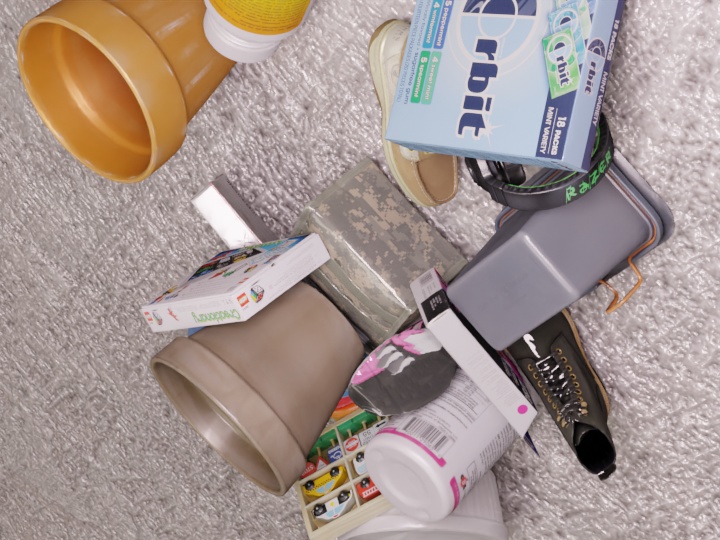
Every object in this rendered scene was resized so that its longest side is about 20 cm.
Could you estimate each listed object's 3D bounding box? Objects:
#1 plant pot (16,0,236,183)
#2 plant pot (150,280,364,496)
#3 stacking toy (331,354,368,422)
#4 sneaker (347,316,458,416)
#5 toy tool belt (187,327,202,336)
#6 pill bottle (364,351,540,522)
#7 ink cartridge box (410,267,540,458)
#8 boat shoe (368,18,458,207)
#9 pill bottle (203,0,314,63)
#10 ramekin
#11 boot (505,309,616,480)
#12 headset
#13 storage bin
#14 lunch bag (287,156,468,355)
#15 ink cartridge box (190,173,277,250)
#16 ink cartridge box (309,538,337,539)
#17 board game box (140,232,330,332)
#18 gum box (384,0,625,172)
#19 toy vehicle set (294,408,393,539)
[{"bbox_3d":[-0.231,-0.225,1.743,0.200,0.183,0.201,30,143,25],"label":"plant pot"},{"bbox_3d":[-0.094,0.109,1.738,0.200,0.174,0.200,41,162,16],"label":"plant pot"},{"bbox_3d":[0.010,0.165,1.965,0.116,0.110,0.200,5,139,43],"label":"stacking toy"},{"bbox_3d":[0.067,0.090,1.724,0.081,0.200,0.086,60,155,-2],"label":"sneaker"},{"bbox_3d":[-0.165,0.080,2.004,0.125,0.123,0.200,52,159,-2],"label":"toy tool belt"},{"bbox_3d":[0.105,0.164,1.746,0.113,0.200,0.114,29,143,26],"label":"pill bottle"},{"bbox_3d":[0.125,0.093,1.638,0.200,0.037,0.095,51,-171,-25],"label":"ink cartridge box"},{"bbox_3d":[0.062,-0.146,1.593,0.066,0.074,0.201,18,137,45],"label":"boat shoe"},{"bbox_3d":[-0.091,-0.292,1.583,0.111,0.111,0.200,43,146,7],"label":"pill bottle"},{"bbox_3d":[0.072,0.277,1.922,0.201,0.095,0.202,0,161,0],"label":"ramekin"},{"bbox_3d":[0.196,0.103,1.633,0.077,0.138,0.200,-37,109,14],"label":"boot"},{"bbox_3d":[0.135,-0.131,1.482,0.200,0.123,0.094,30,157,42],"label":"headset"},{"bbox_3d":[0.182,-0.006,1.547,0.146,0.134,0.200,48,148,0],"label":"storage bin"},{"bbox_3d":[0.000,0.000,1.778,0.164,0.117,0.200,47,152,6],"label":"lunch bag"},{"bbox_3d":[-0.116,-0.018,1.869,0.200,0.045,0.176,50,-175,-4],"label":"ink cartridge box"},{"bbox_3d":[0.055,0.355,2.048,0.200,0.146,0.083,45,148,5],"label":"ink cartridge box"},{"bbox_3d":[-0.135,0.014,1.735,0.200,0.126,0.035,-9,113,55],"label":"board game box"},{"bbox_3d":[0.124,-0.182,1.419,0.199,0.171,0.044,12,178,41],"label":"gum box"},{"bbox_3d":[0.017,0.212,1.857,0.027,0.199,0.125,46,-162,-48],"label":"toy vehicle set"}]
